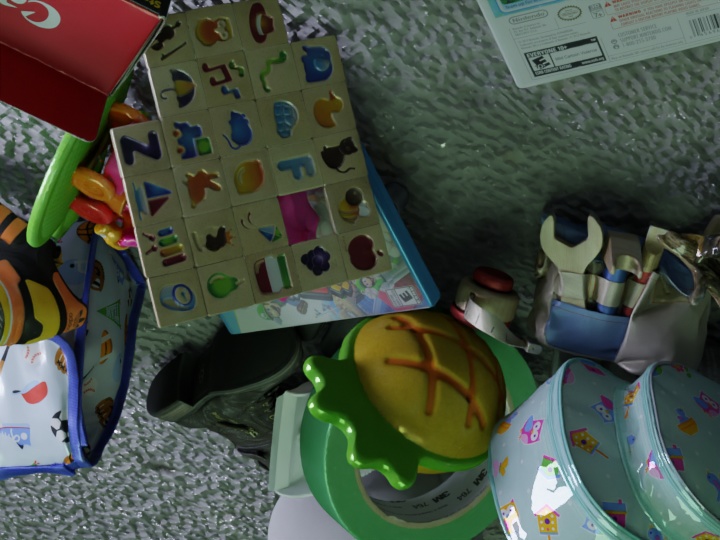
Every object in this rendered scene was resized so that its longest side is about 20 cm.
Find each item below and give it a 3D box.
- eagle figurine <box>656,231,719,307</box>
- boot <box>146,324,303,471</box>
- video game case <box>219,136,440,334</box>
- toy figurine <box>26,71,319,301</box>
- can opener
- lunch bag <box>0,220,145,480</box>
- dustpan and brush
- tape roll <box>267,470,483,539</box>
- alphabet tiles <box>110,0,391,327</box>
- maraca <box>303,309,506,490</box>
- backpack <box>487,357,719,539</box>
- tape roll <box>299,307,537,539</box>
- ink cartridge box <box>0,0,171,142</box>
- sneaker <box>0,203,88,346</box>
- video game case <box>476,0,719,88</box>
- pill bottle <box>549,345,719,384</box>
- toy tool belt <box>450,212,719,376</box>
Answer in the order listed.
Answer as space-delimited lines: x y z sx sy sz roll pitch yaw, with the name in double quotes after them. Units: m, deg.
0.307 -0.045 1.090 0.200 0.152 0.151 -34 83 30 "eagle figurine"
-0.068 0.115 1.384 0.174 0.069 0.200 30 144 -33 "boot"
-0.053 -0.022 1.192 0.200 0.018 0.143 -9 121 38 "video game case"
-0.120 -0.037 1.135 0.184 0.150 0.200 27 159 -3 "toy figurine"
0.000 0.000 1.251 0.053 0.067 0.200 33 150 2 "can opener"
-0.271 0.067 1.244 0.170 0.200 0.124 -5 146 15 "lunch bag"
0.024 0.126 1.355 0.200 0.057 0.140 -24 143 -27 "dustpan and brush"
0.018 0.279 1.451 0.202 0.139 0.203 -3 117 -5 "tape roll"
-0.079 -0.078 1.066 0.167 0.200 0.008 -14 180 -20 "alphabet tiles"
0.035 0.092 1.166 0.137 0.200 0.107 48 122 15 "maraca"
0.195 0.154 1.136 0.200 0.176 0.153 20 133 -24 "backpack"
0.051 0.132 1.301 0.200 0.048 0.201 -8 109 -26 "tape roll"
-0.213 -0.197 0.958 0.200 0.176 0.084 25 136 -20 "ink cartridge box"
-0.271 -0.016 1.193 0.090 0.200 0.070 -2 131 -37 "sneaker"
0.164 -0.206 1.012 0.200 0.024 0.182 -12 135 21 "video game case"
0.253 0.114 1.297 0.200 0.114 0.114 5 139 3 "pill bottle"
0.176 -0.002 1.195 0.200 0.125 0.123 13 105 -12 "toy tool belt"
